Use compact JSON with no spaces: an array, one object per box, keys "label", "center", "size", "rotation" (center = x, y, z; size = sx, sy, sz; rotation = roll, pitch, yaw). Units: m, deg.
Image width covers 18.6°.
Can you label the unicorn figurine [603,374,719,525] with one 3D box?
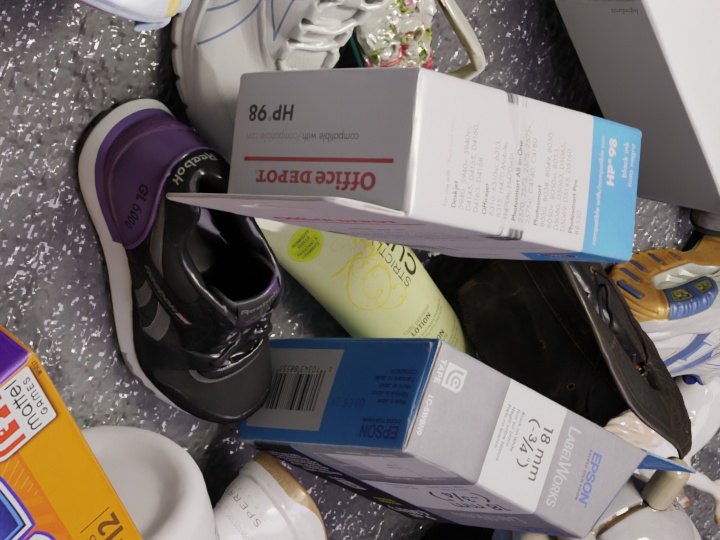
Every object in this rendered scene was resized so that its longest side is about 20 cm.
[{"label":"unicorn figurine","center":[0.216,0.109,1.442],"size":[0.137,0.074,0.200],"rotation":[47,64,-39]}]

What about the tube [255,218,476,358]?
[{"label":"tube","center":[0.000,0.000,1.168],"size":[0.200,0.052,0.058],"rotation":[52,31,-45]}]

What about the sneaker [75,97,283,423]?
[{"label":"sneaker","center":[-0.075,0.015,1.071],"size":[0.076,0.088,0.200],"rotation":[-39,136,-21]}]

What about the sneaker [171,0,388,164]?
[{"label":"sneaker","center":[-0.027,-0.136,1.025],"size":[0.074,0.087,0.200],"rotation":[-2,117,-46]}]

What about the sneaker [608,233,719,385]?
[{"label":"sneaker","center":[0.227,0.025,1.399],"size":[0.200,0.075,0.088],"rotation":[-11,129,-30]}]

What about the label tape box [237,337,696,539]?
[{"label":"label tape box","center":[0.058,0.100,1.172],"size":[0.200,0.144,0.063],"rotation":[28,72,-34]}]

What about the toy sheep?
[{"label":"toy sheep","center":[0.132,0.180,1.272],"size":[0.138,0.138,0.200],"rotation":[-7,145,-42]}]

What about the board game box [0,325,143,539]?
[{"label":"board game box","center":[-0.224,0.116,0.899],"size":[0.200,0.200,0.200],"rotation":[-41,136,-19]}]

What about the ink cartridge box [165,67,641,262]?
[{"label":"ink cartridge box","center":[0.023,-0.049,0.999],"size":[0.200,0.116,0.067],"rotation":[10,85,-46]}]

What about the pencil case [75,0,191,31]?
[{"label":"pencil case","center":[-0.084,-0.205,0.926],"size":[0.091,0.083,0.200],"rotation":[19,102,-26]}]

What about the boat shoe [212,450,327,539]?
[{"label":"boat shoe","center":[-0.053,0.180,1.208],"size":[0.069,0.071,0.200],"rotation":[-36,140,-19]}]

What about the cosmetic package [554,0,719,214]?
[{"label":"cosmetic package","center":[0.174,-0.143,1.176],"size":[0.108,0.085,0.200],"rotation":[-35,116,-23]}]

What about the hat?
[{"label":"hat","center":[0.107,0.032,1.227],"size":[0.081,0.201,0.201],"rotation":[-30,141,14]}]

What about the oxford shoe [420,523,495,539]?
[{"label":"oxford shoe","center":[0.017,0.240,1.320],"size":[0.200,0.071,0.071],"rotation":[-38,140,-23]}]

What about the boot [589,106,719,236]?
[{"label":"boot","center":[0.214,-0.061,1.324],"size":[0.200,0.070,0.132],"rotation":[-17,149,-13]}]

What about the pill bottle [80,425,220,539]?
[{"label":"pill bottle","center":[-0.117,0.187,1.117],"size":[0.114,0.114,0.200],"rotation":[-33,134,-26]}]

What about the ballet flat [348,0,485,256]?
[{"label":"ballet flat","center":[0.037,-0.087,1.123],"size":[0.064,0.076,0.200],"rotation":[-16,134,4]}]
